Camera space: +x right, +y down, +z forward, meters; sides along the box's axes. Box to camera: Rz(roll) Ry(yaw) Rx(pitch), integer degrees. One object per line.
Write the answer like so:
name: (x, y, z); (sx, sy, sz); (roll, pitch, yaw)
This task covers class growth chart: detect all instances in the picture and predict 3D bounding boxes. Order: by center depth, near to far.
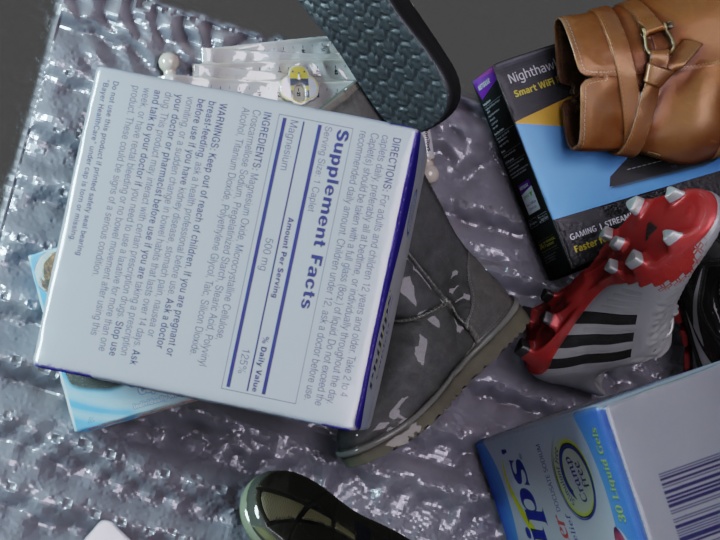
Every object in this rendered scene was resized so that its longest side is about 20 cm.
growth chart: (-0.041, -0.093, 1.752); (0.200, 0.018, 0.145); (-12, 85, -19)

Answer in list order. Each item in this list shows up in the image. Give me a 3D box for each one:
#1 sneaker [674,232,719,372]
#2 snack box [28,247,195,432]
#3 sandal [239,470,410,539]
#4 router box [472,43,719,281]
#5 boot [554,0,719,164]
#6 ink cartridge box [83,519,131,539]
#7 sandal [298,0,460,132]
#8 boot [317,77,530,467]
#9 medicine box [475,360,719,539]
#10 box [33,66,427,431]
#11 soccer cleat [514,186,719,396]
sneaker: (0.256, 0.054, 1.761); (0.071, 0.098, 0.201); (-28, 113, -20)
snack box: (-0.097, 0.019, 1.664); (0.199, 0.037, 0.116); (-16, 85, 3)
sandal: (-0.006, 0.197, 1.687); (0.201, 0.057, 0.080); (40, 33, -21)
router box: (0.194, -0.095, 1.812); (0.200, 0.051, 0.150); (-20, 86, -21)
boot: (0.202, -0.170, 1.767); (0.154, 0.074, 0.201); (-3, 75, -14)
ink cartridge box: (-0.175, 0.256, 1.615); (0.116, 0.067, 0.200); (43, 70, -6)
sandal: (0.001, -0.182, 1.706); (0.201, 0.075, 0.048); (62, 33, -7)
boot: (-0.002, 0.001, 1.709); (0.182, 0.073, 0.200); (-45, 108, -29)
medicine box: (0.179, 0.168, 1.680); (0.103, 0.200, 0.183); (-17, 86, -23)
box: (-0.075, -0.010, 1.592); (0.199, 0.105, 0.184); (12, 86, 6)
soccer cleat: (0.182, 0.016, 1.723); (0.085, 0.200, 0.069); (28, 43, -21)
